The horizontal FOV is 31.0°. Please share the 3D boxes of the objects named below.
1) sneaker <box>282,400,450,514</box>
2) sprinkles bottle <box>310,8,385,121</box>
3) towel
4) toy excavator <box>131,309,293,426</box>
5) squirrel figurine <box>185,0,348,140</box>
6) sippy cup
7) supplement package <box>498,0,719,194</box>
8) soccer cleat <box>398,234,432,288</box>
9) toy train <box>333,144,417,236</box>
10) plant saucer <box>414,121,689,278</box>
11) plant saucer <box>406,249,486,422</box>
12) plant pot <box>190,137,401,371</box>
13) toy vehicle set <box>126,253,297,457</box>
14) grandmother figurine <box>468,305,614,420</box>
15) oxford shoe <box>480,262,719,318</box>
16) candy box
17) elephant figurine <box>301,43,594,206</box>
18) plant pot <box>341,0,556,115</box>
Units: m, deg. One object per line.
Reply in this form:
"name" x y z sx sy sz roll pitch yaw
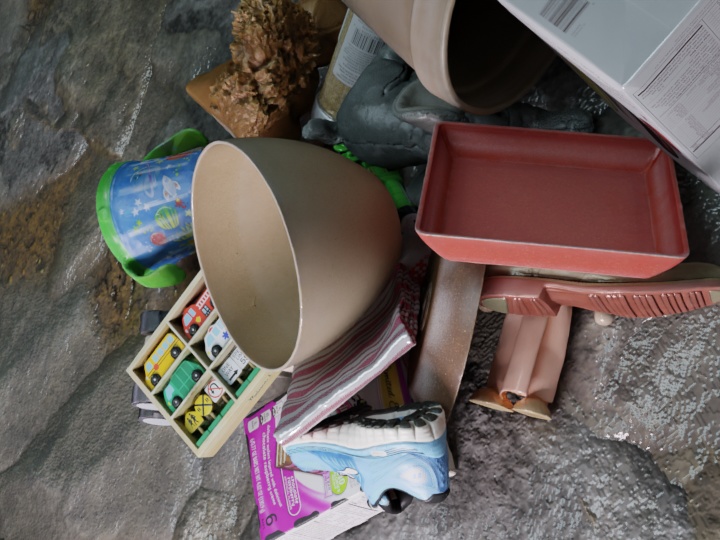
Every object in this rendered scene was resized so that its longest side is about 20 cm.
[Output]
"sneaker" 0.003 0.164 1.086 0.200 0.078 0.090 -11 97 57
"sprinkles bottle" 0.008 -0.218 1.287 0.200 0.068 0.068 114 147 -43
"towel" -0.012 0.068 1.129 0.146 0.030 0.200 -41 10 12
"toy excavator" -0.132 0.098 1.334 0.195 0.199 0.100 99 174 -71
"squirrel figurine" -0.078 -0.218 1.361 0.187 0.142 0.200 -46 -1 -2
"sippy cup" -0.206 -0.074 1.465 0.130 0.140 0.178 -16 87 29
"supplement package" 0.238 -0.188 0.991 0.147 0.200 0.191 -49 44 10
"soccer cleat" 0.000 0.000 1.244 0.200 0.085 0.069 -34 51 31
"toy train" 0.016 -0.078 1.251 0.200 0.056 0.042 -113 16 -59
"plant saucer" 0.149 -0.055 1.027 0.200 0.199 0.037 -76 -10 -58
"plant saucer" 0.071 0.034 1.102 0.200 0.037 0.201 -167 90 -88
"plant pot" -0.044 -0.026 1.125 0.200 0.134 0.201 36 134 49
"toy vehicle set" -0.127 0.064 1.246 0.124 0.026 0.200 44 104 25
"grandmother figurine" 0.156 0.022 1.095 0.121 0.061 0.201 10 81 19
"oxford shoe" 0.191 -0.005 1.026 0.199 0.071 0.074 2 71 17
"candy box" -0.016 0.162 1.206 0.200 0.061 0.137 -34 53 30
"elephant figurine" 0.078 -0.130 1.180 0.155 0.141 0.200 -58 40 6
"plant pot" 0.071 -0.256 1.107 0.173 0.200 0.200 32 96 32
